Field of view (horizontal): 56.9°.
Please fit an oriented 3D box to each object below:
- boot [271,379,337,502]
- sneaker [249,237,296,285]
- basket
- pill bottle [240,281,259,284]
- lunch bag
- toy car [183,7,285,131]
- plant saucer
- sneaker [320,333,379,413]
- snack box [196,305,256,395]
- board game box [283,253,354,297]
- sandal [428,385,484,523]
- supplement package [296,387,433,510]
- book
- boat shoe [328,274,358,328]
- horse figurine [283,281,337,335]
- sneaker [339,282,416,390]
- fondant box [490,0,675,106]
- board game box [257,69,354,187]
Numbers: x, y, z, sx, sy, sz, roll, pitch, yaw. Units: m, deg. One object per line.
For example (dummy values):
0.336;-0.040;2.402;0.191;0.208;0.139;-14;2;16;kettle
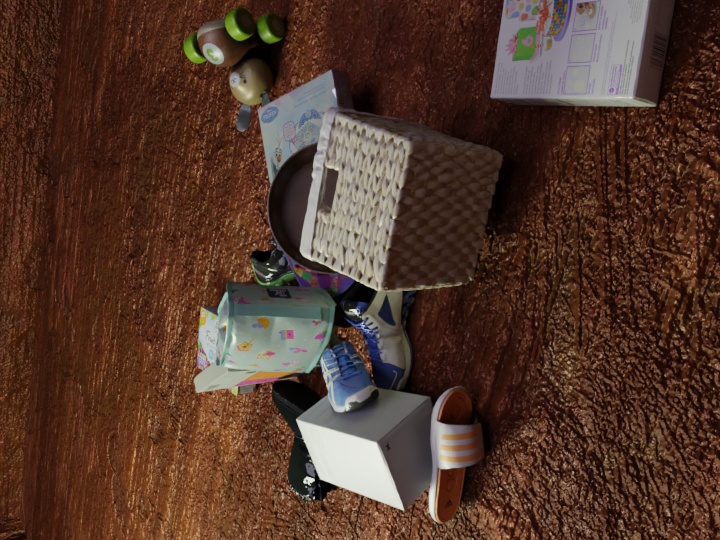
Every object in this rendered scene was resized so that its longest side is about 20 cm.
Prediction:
-0.108;0.312;1.223;0.197;0.073;0.165;25;113;47;boot
-0.111;-0.035;1.155;0.198;0.077;0.084;-25;111;20;sneaker
0.052;-0.090;0.862;0.160;0.198;0.201;26;110;44;basket
-0.193;0.083;1.244;0.200;0.110;0.114;-170;81;-70;pill bottle
-0.137;0.085;1.041;0.200;0.168;0.124;127;145;-63;lunch bag
-0.233;-0.385;1.312;0.163;0.157;0.203;-9;95;40;toy car
-0.042;-0.095;1.011;0.034;0.197;0.204;51;-145;-86;plant saucer
-0.028;0.158;1.027;0.200;0.075;0.078;-152;41;-71;sneaker
-0.291;0.170;1.455;0.199;0.052;0.145;17;103;49;snack box
-0.082;-0.051;1.068;0.158;0.039;0.202;-39;72;34;board game box
0.140;0.261;0.916;0.059;0.078;0.210;17;113;47;sandal
0.018;0.257;1.003;0.199;0.116;0.119;-1;113;51;supplement package
-0.184;0.180;1.208;0.133;0.198;0.049;-35;65;44;book
0.000;0.000;1.089;0.071;0.065;0.203;21;112;12;boat shoe
-0.086;0.049;1.204;0.199;0.049;0.135;19;100;47;horse figurine
0.019;0.082;1.023;0.080;0.114;0.203;12;101;51;sneaker
0.253;-0.270;0.775;0.199;0.058;0.147;17;104;48;fondant box
-0.084;-0.203;1.115;0.198;0.043;0.202;-11;88;44;board game box
